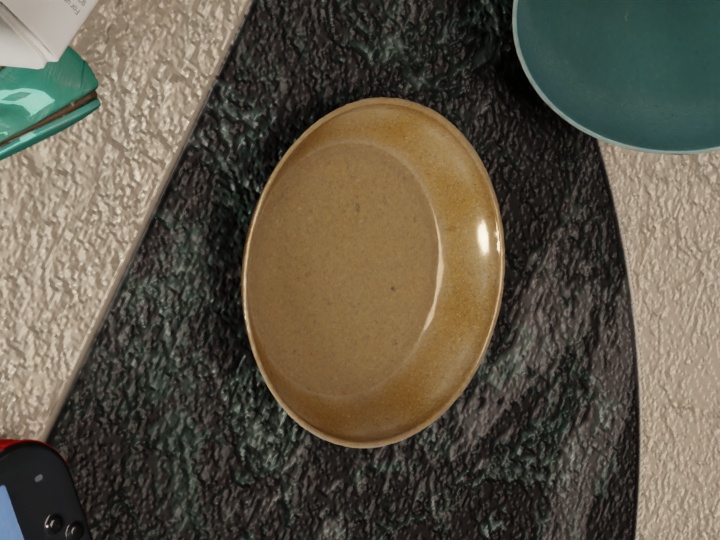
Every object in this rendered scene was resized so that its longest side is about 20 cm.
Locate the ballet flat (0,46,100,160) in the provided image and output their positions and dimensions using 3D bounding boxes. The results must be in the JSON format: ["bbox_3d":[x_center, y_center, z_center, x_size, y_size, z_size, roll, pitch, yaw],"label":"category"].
[{"bbox_3d":[-0.219,-0.065,1.394,0.200,0.067,0.070,-37,93,-33],"label":"ballet flat"}]

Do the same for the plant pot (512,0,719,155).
[{"bbox_3d":[0.190,-0.188,1.671,0.200,0.200,0.135,52,25,-33],"label":"plant pot"}]

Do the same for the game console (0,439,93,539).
[{"bbox_3d":[-0.211,0.199,1.443,0.200,0.031,0.177,-33,115,-34],"label":"game console"}]

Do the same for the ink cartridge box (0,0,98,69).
[{"bbox_3d":[-0.161,-0.204,1.364,0.084,0.146,0.200,45,65,-36],"label":"ink cartridge box"}]

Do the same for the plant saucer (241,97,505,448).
[{"bbox_3d":[0.000,0.000,1.604,0.200,0.035,0.201,-7,100,-41],"label":"plant saucer"}]
